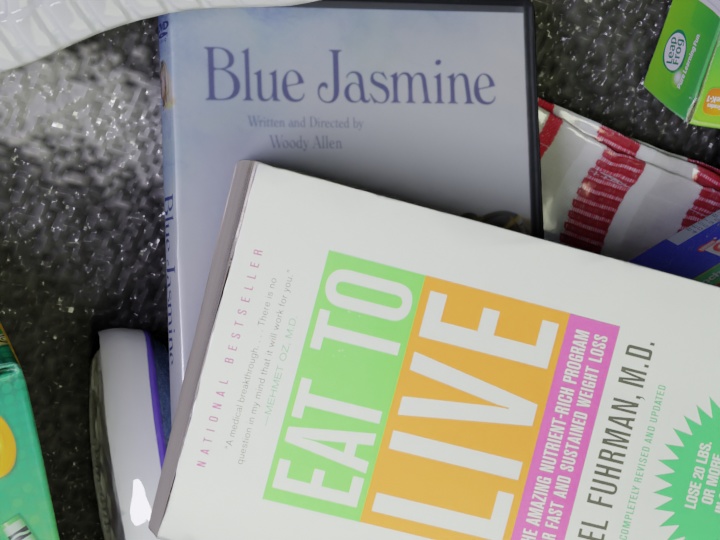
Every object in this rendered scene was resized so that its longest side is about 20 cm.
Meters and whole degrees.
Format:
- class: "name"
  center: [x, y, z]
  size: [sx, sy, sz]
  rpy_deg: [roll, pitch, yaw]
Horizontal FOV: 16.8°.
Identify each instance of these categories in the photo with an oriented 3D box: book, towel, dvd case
- class: "book"
  center: [0.038, 0.051, 0.849]
  size: [0.199, 0.048, 0.134]
  rpy_deg: [14, 89, -12]
- class: "towel"
  center: [0.088, 0.016, 0.959]
  size: [0.199, 0.023, 0.145]
  rpy_deg: [19, 90, -28]
- class: "dvd case"
  center: [0.000, 0.000, 0.879]
  size: [0.142, 0.018, 0.201]
  rpy_deg: [-1, 86, -18]

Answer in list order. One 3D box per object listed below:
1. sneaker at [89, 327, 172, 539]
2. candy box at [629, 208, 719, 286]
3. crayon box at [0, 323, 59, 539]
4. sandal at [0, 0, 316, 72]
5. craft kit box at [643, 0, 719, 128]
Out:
- class: "sneaker"
  center: [-0.016, 0.109, 0.914]
  size: [0.146, 0.081, 0.201]
  rpy_deg: [-11, 82, -13]
- class: "candy box"
  center: [0.193, 0.065, 0.960]
  size: [0.169, 0.077, 0.201]
  rpy_deg: [-29, 112, -9]
- class: "crayon box"
  center: [-0.144, 0.095, 0.868]
  size: [0.058, 0.119, 0.201]
  rpy_deg: [-16, 122, -16]
- class: "sandal"
  center: [-0.066, -0.125, 0.832]
  size: [0.202, 0.050, 0.083]
  rpy_deg: [-14, 107, -2]
- class: "craft kit box"
  center: [0.232, -0.142, 0.959]
  size: [0.199, 0.049, 0.198]
  rpy_deg: [7, 111, -27]
